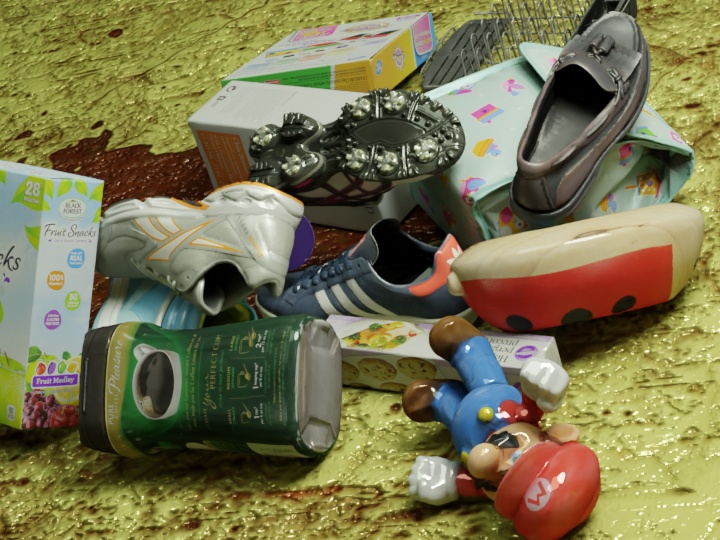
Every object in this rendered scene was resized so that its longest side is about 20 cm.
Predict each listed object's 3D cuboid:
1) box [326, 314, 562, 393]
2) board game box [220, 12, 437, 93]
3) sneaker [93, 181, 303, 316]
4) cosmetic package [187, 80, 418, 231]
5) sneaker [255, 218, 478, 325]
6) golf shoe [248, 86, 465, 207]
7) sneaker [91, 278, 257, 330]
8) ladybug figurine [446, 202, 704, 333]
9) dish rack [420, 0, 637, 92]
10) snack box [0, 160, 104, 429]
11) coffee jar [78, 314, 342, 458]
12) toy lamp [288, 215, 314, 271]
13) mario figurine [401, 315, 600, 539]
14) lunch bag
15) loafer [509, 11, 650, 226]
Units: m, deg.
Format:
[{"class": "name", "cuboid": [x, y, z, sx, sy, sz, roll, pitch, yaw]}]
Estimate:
[{"class": "box", "cuboid": [0.054, 0.067, 1.372, 0.199, 0.042, 0.039, 6, 40, 33]}, {"class": "board game box", "cuboid": [-0.026, -0.198, 1.762, 0.152, 0.041, 0.200, -5, 18, 22]}, {"class": "sneaker", "cuboid": [-0.137, -0.007, 1.428, 0.199, 0.076, 0.092, -11, 62, 34]}, {"class": "cosmetic package", "cuboid": [-0.047, -0.101, 1.623, 0.199, 0.102, 0.071, 9, 42, 38]}, {"class": "sneaker", "cuboid": [0.000, 0.000, 1.459, 0.199, 0.085, 0.075, -2, 36, 26]}, {"class": "golf shoe", "cuboid": [0.006, -0.092, 1.463, 0.199, 0.088, 0.078, -4, 68, 34]}, {"class": "sneaker", "cuboid": [-0.139, 0.017, 1.517, 0.130, 0.080, 0.201, -10, 43, 18]}, {"class": "ladybug figurine", "cuboid": [0.161, 0.000, 1.359, 0.199, 0.072, 0.136, -12, 0, -6]}, {"class": "dish rack", "cuboid": [0.156, -0.221, 1.739, 0.199, 0.055, 0.154, 1, 36, 29]}, {"class": "snack box", "cuboid": [-0.294, 0.014, 1.489, 0.168, 0.201, 0.068, 11, 6, 40]}, {"class": "coffee jar", "cuboid": [-0.116, 0.088, 1.370, 0.199, 0.085, 0.105, -2, 80, 24]}, {"class": "toy lamp", "cuboid": [-0.086, -0.039, 1.552, 0.058, 0.058, 0.200, -25, 12, -10]}, {"class": "mario figurine", "cuboid": [0.082, 0.106, 1.225, 0.106, 0.124, 0.200, -23, 33, -13]}, {"class": "lunch bag", "cuboid": [0.150, -0.097, 1.490, 0.199, 0.122, 0.171, -24, 38, -9]}, {"class": "loafer", "cuboid": [0.166, -0.125, 1.374, 0.072, 0.063, 0.201, 15, 59, 23]}]
